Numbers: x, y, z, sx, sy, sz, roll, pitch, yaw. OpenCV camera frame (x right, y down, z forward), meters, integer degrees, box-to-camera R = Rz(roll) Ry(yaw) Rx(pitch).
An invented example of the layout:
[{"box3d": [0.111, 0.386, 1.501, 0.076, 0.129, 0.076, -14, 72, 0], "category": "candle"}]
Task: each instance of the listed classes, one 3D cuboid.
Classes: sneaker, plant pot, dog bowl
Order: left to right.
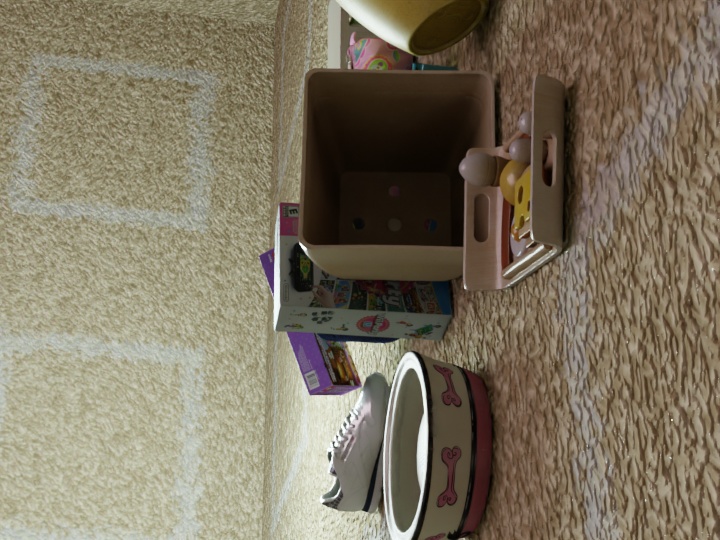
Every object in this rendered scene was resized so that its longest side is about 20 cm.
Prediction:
[{"box3d": [-0.003, 0.239, 1.636, 0.076, 0.079, 0.203, -135, 53, -80], "category": "sneaker"}, {"box3d": [0.038, -0.083, 1.274, 0.177, 0.197, 0.202, 92, 179, -69], "category": "plant pot"}, {"box3d": [0.063, -0.323, 1.290, 0.143, 0.198, 0.200, 62, 159, 17], "category": "plant pot"}, {"box3d": [0.078, 0.186, 1.211, 0.200, 0.073, 0.203, -175, 90, -79], "category": "dog bowl"}]

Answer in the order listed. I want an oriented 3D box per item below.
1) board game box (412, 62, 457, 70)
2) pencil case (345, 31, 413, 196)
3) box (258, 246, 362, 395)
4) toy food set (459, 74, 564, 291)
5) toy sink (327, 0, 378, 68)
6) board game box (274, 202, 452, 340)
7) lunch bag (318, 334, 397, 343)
[{"box3d": [0.070, -0.187, 1.506, 0.200, 0.046, 0.153, -129, 45, -76], "category": "board game box"}, {"box3d": [0.019, -0.182, 1.426, 0.087, 0.086, 0.203, 172, 102, -80], "category": "pencil case"}, {"box3d": [-0.066, 0.070, 1.608, 0.202, 0.039, 0.137, 69, -167, 11], "category": "box"}, {"box3d": [0.131, -0.072, 1.066, 0.200, 0.060, 0.146, 129, 145, -74], "category": "toy food set"}, {"box3d": [0.015, -0.292, 1.694, 0.130, 0.110, 0.203, -178, 88, -80], "category": "toy sink"}, {"box3d": [0.000, 0.000, 1.379, 0.065, 0.197, 0.149, 107, 163, -55], "category": "board game box"}, {"box3d": [0.005, -0.020, 1.546, 0.133, 0.134, 0.202, -99, 16, -53], "category": "lunch bag"}]
